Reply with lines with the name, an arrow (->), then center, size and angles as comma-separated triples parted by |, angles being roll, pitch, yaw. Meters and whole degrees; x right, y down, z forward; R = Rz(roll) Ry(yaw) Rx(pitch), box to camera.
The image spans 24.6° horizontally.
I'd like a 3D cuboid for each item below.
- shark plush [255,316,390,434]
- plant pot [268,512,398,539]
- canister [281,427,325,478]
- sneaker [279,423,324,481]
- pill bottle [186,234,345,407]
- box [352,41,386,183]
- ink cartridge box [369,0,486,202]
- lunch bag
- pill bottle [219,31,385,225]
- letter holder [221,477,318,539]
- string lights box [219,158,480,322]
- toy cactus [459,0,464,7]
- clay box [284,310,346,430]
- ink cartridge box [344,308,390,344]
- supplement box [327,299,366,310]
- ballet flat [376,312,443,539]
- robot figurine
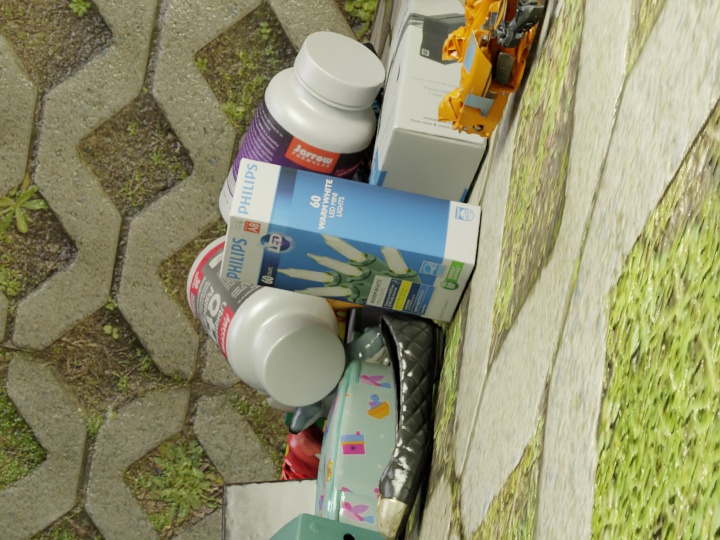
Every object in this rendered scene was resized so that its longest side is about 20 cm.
shark plush -> -0.021, 0.084, 1.611 | 0.200, 0.084, 0.091 | -39, -12, 35
plant pot -> -0.039, 0.311, 1.403 | 0.142, 0.140, 0.201 | -84, 14, -50
canister -> -0.046, 0.255, 1.947 | 0.200, 0.086, 0.150 | -91, 12, -64
sneaker -> -0.062, 0.231, 1.722 | 0.115, 0.078, 0.200 | -40, -29, -4
pill bottle -> -0.087, 0.049, 1.575 | 0.200, 0.110, 0.112 | -135, 53, -57
box -> 0.015, -0.101, 1.652 | 0.159, 0.046, 0.201 | 107, 142, -57
ink cartridge box -> 0.066, -0.160, 1.463 | 0.145, 0.083, 0.202 | 108, 172, -59
lunch bag -> -0.002, 0.198, 1.522 | 0.161, 0.076, 0.201 | 107, 173, -54
pill bottle -> -0.052, -0.121, 1.568 | 0.112, 0.111, 0.201 | -85, 18, -53
letter holder -> -0.072, 0.321, 1.633 | 0.142, 0.100, 0.202 | 59, -152, -66
string lights box -> -0.010, -0.023, 1.355 | 0.103, 0.198, 0.059 | 107, 173, -59
toy cactus -> 0.078, -0.292, 1.389 | 0.166, 0.199, 0.102 | 61, 158, -3
clay box -> -0.046, 0.076, 1.821 | 0.200, 0.047, 0.116 | -88, 11, -64
ink cartridge box -> 0.011, 0.082, 1.767 | 0.200, 0.059, 0.105 | -91, 12, -71
supplement box -> 0.000, 0.000, 1.607 | 0.200, 0.068, 0.067 | -9, 98, 68
ballet flat -> 0.031, 0.129, 1.384 | 0.067, 0.056, 0.202 | 107, 173, -62
robot figurine -> 0.104, -0.203, 1.224 | 0.201, 0.058, 0.146 | 104, 173, -48
